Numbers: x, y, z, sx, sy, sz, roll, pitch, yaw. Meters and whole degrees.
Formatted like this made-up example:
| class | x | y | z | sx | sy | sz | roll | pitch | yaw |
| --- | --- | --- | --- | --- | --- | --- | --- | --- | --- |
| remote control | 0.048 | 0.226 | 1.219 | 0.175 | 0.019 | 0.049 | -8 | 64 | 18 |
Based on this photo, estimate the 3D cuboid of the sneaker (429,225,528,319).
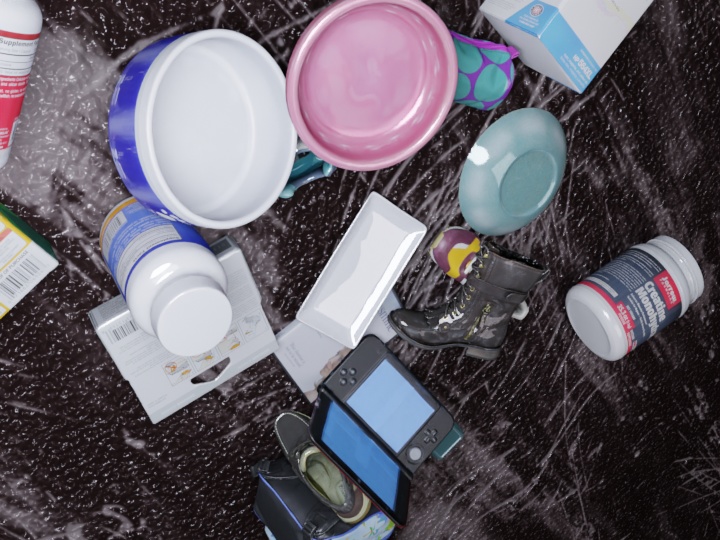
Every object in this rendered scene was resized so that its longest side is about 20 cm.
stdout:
| class | x | y | z | sx | sy | sz | roll | pitch | yaw |
| --- | --- | --- | --- | --- | --- | --- | --- | --- | --- |
| sneaker | 0.184 | 0.005 | 1.290 | 0.199 | 0.090 | 0.075 | 32 | 98 | -42 |

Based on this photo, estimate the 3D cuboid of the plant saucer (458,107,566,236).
| class | x | y | z | sx | sy | sz | roll | pitch | yaw |
| --- | --- | --- | --- | --- | --- | --- | --- | --- | --- |
| plant saucer | 0.235 | -0.134 | 1.271 | 0.198 | 0.039 | 0.204 | -16 | 126 | -23 |

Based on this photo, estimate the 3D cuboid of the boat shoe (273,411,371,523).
| class | x | y | z | sx | sy | sz | roll | pitch | yaw |
| --- | --- | --- | --- | --- | --- | --- | --- | --- | --- |
| boat shoe | -0.060 | 0.263 | 1.213 | 0.072 | 0.201 | 0.066 | -41 | 145 | -5 |

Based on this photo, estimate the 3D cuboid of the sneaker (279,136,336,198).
| class | x | y | z | sx | sy | sz | roll | pitch | yaw |
| --- | --- | --- | --- | --- | --- | --- | --- | --- | --- |
| sneaker | -0.039 | -0.153 | 1.048 | 0.199 | 0.086 | 0.078 | -39 | 133 | -6 |

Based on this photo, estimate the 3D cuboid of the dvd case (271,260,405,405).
| class | x | y | z | sx | sy | sz | roll | pitch | yaw |
| --- | --- | --- | --- | --- | --- | --- | --- | --- | --- |
| dvd case | -0.026 | 0.090 | 1.254 | 0.199 | 0.018 | 0.144 | -38 | 131 | -8 |

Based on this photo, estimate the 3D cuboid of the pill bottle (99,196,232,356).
| class | x | y | z | sx | sy | sz | roll | pitch | yaw |
| --- | --- | --- | --- | --- | --- | --- | --- | --- | --- |
| pill bottle | -0.212 | 0.005 | 0.957 | 0.110 | 0.200 | 0.114 | -16 | 127 | -23 |

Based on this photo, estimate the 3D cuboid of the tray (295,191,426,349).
| class | x | y | z | sx | sy | sz | roll | pitch | yaw |
| --- | --- | --- | --- | --- | --- | --- | --- | --- | --- |
| tray | 0.000 | 0.000 | 1.194 | 0.106 | 0.022 | 0.202 | 30 | 94 | -27 |

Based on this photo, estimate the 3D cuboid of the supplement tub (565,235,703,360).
| class | x | y | z | sx | sy | sz | roll | pitch | yaw |
| --- | --- | --- | --- | --- | --- | --- | --- | --- | --- |
| supplement tub | 0.458 | 0.044 | 1.460 | 0.198 | 0.140 | 0.142 | -31 | 131 | -12 |

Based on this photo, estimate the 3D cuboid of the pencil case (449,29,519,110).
| class | x | y | z | sx | sy | sz | roll | pitch | yaw |
| --- | --- | --- | --- | --- | --- | --- | --- | --- | --- |
| pencil case | 0.099 | -0.265 | 1.070 | 0.197 | 0.086 | 0.093 | 12 | 124 | -38 |

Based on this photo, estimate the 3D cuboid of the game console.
| class | x | y | z | sx | sy | sz | roll | pitch | yaw |
| --- | --- | --- | --- | --- | --- | --- | --- | --- | --- |
| game console | 0.036 | 0.221 | 1.226 | 0.173 | 0.119 | 0.200 | -46 | 104 | -8 |

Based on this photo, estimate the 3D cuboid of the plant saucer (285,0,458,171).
| class | x | y | z | sx | sy | sz | roll | pitch | yaw |
| --- | --- | --- | --- | --- | --- | --- | --- | --- | --- |
| plant saucer | 0.010 | -0.212 | 0.964 | 0.197 | 0.051 | 0.204 | -11 | 125 | -15 |

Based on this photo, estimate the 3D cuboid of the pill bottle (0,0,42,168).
| class | x | y | z | sx | sy | sz | roll | pitch | yaw |
| --- | --- | --- | --- | --- | --- | --- | --- | --- | --- |
| pill bottle | -0.357 | -0.202 | 0.793 | 0.111 | 0.112 | 0.203 | 8 | 113 | -36 |

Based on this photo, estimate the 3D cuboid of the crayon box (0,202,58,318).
| class | x | y | z | sx | sy | sz | roll | pitch | yaw |
| --- | --- | --- | --- | --- | --- | --- | --- | --- | --- |
| crayon box | -0.429 | -0.033 | 0.893 | 0.126 | 0.052 | 0.200 | -43 | 133 | -3 |

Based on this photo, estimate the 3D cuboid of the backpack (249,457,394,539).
| class | x | y | z | sx | sy | sz | roll | pitch | yaw |
| --- | --- | --- | --- | --- | --- | --- | --- | --- | --- |
| backpack | -0.043 | 0.355 | 1.302 | 0.198 | 0.182 | 0.149 | -17 | 130 | -36 |

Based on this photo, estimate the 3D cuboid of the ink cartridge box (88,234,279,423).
| class | x | y | z | sx | sy | sz | roll | pitch | yaw |
| --- | --- | --- | --- | --- | --- | --- | --- | --- | --- |
| ink cartridge box | -0.216 | 0.076 | 1.105 | 0.198 | 0.044 | 0.175 | -30 | 131 | -15 |

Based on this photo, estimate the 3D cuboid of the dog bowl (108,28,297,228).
| class | x | y | z | sx | sy | sz | roll | pitch | yaw |
| --- | --- | --- | --- | --- | --- | --- | --- | --- | --- |
| dog bowl | -0.163 | -0.148 | 0.925 | 0.198 | 0.078 | 0.204 | -9 | 102 | -46 |

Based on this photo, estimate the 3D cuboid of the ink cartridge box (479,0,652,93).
| class | x | y | z | sx | sy | sz | roll | pitch | yaw |
| --- | --- | --- | --- | --- | --- | --- | --- | --- | --- |
| ink cartridge box | 0.277 | -0.357 | 1.099 | 0.201 | 0.129 | 0.125 | -51 | 132 | 5 |

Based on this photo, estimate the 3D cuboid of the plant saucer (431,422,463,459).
| class | x | y | z | sx | sy | sz | roll | pitch | yaw |
| --- | --- | --- | --- | --- | --- | --- | --- | --- | --- |
| plant saucer | 0.109 | 0.252 | 1.444 | 0.070 | 0.019 | 0.200 | -43 | 133 | -2 |

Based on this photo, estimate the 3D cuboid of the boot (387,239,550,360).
| class | x | y | z | sx | sy | sz | roll | pitch | yaw |
| --- | --- | --- | --- | --- | --- | --- | --- | --- | --- |
| boot | 0.151 | 0.032 | 1.235 | 0.196 | 0.070 | 0.176 | 12 | 121 | -13 |
